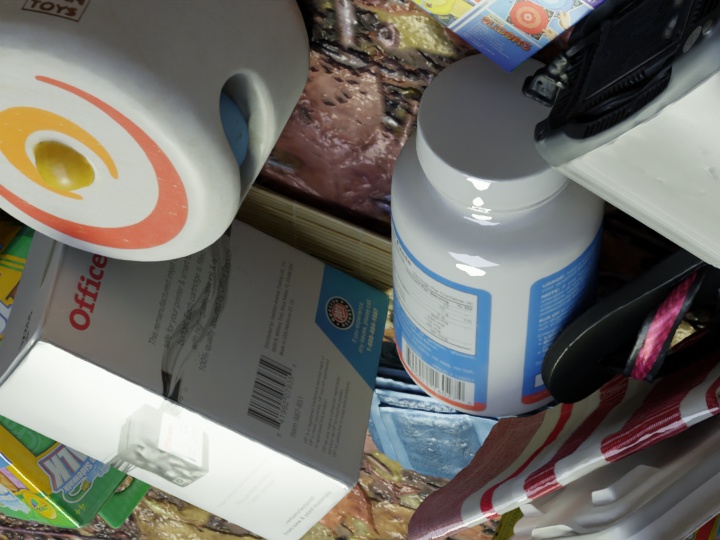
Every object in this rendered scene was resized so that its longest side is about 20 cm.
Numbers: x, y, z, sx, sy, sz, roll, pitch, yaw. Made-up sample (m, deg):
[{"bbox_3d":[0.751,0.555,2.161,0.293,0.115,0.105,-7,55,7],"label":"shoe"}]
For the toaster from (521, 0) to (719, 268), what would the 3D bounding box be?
[{"bbox_3d":[0.174,-0.079,1.346,0.129,0.114,0.200,34,145,-17],"label":"toaster"}]

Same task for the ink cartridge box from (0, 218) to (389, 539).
[{"bbox_3d":[-0.096,0.045,1.625,0.200,0.145,0.084,27,137,-17],"label":"ink cartridge box"}]

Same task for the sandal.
[{"bbox_3d":[0.168,0.020,1.480,0.200,0.075,0.045,-40,68,33],"label":"sandal"}]

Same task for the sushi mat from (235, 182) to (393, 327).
[{"bbox_3d":[0.000,0.000,1.680,0.199,0.012,0.096,22,149,8],"label":"sushi mat"}]

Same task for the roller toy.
[{"bbox_3d":[-0.132,-0.100,1.509,0.200,0.140,0.182,40,145,-20],"label":"roller toy"}]

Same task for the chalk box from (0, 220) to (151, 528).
[{"bbox_3d":[-0.197,0.079,1.803,0.200,0.125,0.124,44,160,-22],"label":"chalk box"}]

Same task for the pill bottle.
[{"bbox_3d":[0.072,-0.020,1.507,0.112,0.112,0.200,18,147,12],"label":"pill bottle"}]

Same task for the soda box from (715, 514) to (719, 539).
[{"bbox_3d":[0.273,0.113,1.548,0.068,0.064,0.200,32,130,-10],"label":"soda box"}]

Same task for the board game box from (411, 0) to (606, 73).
[{"bbox_3d":[0.034,-0.187,1.361,0.200,0.035,0.135,36,147,-15],"label":"board game box"}]

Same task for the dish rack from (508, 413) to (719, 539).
[{"bbox_3d":[0.171,0.097,1.529,0.044,0.200,0.172,57,158,-5],"label":"dish rack"}]

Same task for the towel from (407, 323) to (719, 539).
[{"bbox_3d":[0.128,0.081,1.543,0.200,0.144,0.023,-28,97,30],"label":"towel"}]

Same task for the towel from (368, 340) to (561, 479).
[{"bbox_3d":[0.100,0.096,1.696,0.199,0.049,0.112,7,148,18],"label":"towel"}]

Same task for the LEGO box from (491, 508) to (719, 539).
[{"bbox_3d":[0.137,0.224,1.730,0.148,0.200,0.077,17,148,14],"label":"LEGO box"}]
